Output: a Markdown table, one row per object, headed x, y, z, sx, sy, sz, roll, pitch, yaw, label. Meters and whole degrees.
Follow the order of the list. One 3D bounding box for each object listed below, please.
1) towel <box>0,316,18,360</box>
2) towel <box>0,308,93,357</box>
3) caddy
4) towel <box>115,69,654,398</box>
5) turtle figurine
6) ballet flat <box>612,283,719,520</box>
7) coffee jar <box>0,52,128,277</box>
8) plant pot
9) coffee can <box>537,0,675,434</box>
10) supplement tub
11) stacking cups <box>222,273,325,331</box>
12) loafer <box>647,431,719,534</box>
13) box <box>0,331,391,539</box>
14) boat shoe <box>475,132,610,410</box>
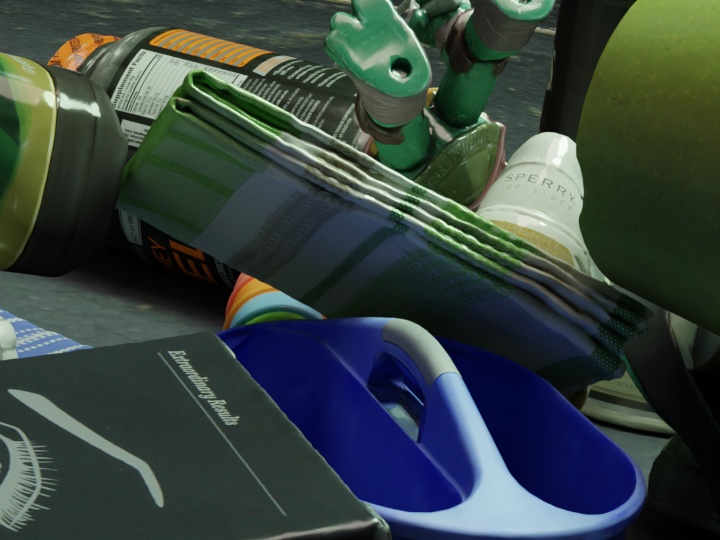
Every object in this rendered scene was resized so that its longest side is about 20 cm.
| x | y | z | sx | sy | sz | roll | pitch | yaw | label |
| --- | --- | --- | --- | --- | --- | --- | --- | --- | --- |
| -0.242 | 0.039 | 0.816 | 0.199 | 0.086 | 0.165 | 19 | 17 | 34 | towel |
| -0.216 | 0.022 | 0.989 | 0.199 | 0.024 | 0.144 | 21 | 19 | 36 | towel |
| 0.014 | 0.072 | 0.791 | 0.140 | 0.106 | 0.200 | 4 | 17 | -21 | caddy |
| 0.000 | 0.000 | 0.883 | 0.199 | 0.031 | 0.149 | 27 | -22 | -8 | towel |
| 0.018 | -0.061 | 0.950 | 0.100 | 0.200 | 0.150 | 36 | 65 | 5 | turtle figurine |
| 0.155 | 0.055 | 0.870 | 0.073 | 0.073 | 0.201 | 3 | 42 | -21 | ballet flat |
| -0.194 | -0.054 | 0.869 | 0.199 | 0.086 | 0.104 | 11 | 5 | -29 | coffee jar |
| 0.183 | -0.032 | 0.790 | 0.189 | 0.201 | 0.199 | 18 | 18 | 37 | plant pot |
| 0.152 | -0.040 | 1.081 | 0.145 | 0.201 | 0.146 | 8 | 15 | -2 | coffee can |
| -0.064 | -0.053 | 1.149 | 0.199 | 0.123 | 0.122 | 16 | 17 | 24 | supplement tub |
| -0.032 | 0.039 | 0.985 | 0.060 | 0.061 | 0.200 | 8 | 12 | -3 | stacking cups |
| 0.178 | 0.063 | 0.977 | 0.070 | 0.070 | 0.200 | 18 | 19 | 22 | loafer |
| -0.106 | 0.098 | 0.589 | 0.199 | 0.105 | 0.148 | -6 | 19 | -18 | box |
| 0.076 | 0.006 | 0.956 | 0.070 | 0.070 | 0.200 | 20 | -22 | 6 | boat shoe |
